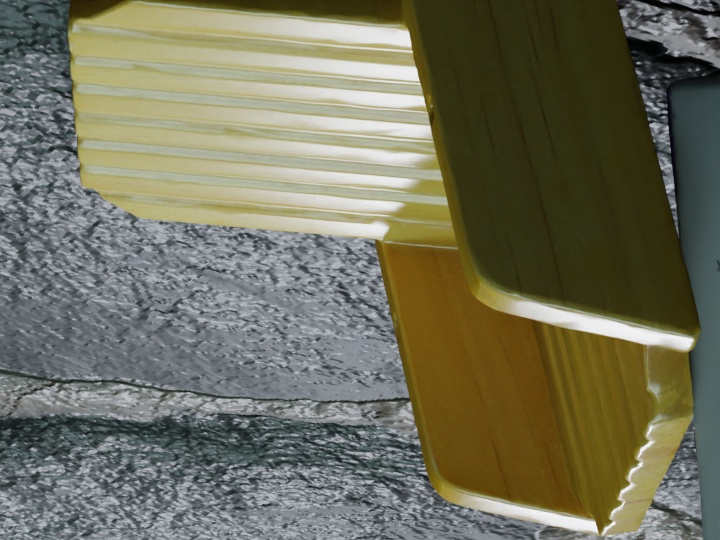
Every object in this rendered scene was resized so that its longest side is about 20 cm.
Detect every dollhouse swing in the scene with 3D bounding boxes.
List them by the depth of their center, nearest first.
[{"bbox_3d":[0.000,0.000,0.922,0.175,0.182,0.200,-9,158,-8],"label":"dollhouse swing"}]

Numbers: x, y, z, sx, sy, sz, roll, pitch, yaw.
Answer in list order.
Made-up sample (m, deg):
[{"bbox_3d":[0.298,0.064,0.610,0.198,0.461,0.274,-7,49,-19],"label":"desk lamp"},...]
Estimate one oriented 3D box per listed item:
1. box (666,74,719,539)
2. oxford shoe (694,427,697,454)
[{"bbox_3d":[0.205,0.030,0.872,0.183,0.201,0.105,-4,180,18],"label":"box"},{"bbox_3d":[0.245,0.055,1.138,0.199,0.072,0.071,-4,-177,18],"label":"oxford shoe"}]
